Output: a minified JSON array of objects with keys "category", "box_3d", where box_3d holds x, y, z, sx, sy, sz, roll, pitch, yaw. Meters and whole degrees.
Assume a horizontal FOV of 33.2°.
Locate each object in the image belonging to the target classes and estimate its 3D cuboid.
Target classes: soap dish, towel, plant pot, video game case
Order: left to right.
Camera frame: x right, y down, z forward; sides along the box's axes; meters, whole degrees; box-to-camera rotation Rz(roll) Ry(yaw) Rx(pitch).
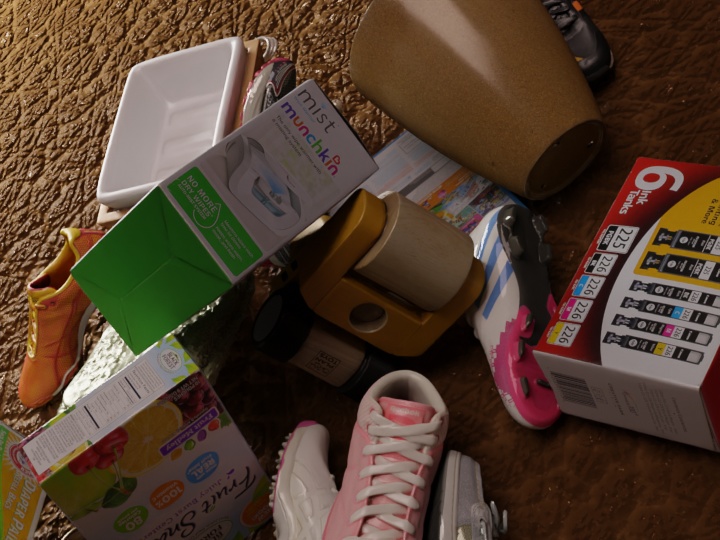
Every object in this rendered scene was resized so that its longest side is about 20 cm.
[{"category":"towel","box_3d":[-0.173,0.062,1.054,0.148,0.037,0.200,-15,24,20]},{"category":"soap dish","box_3d":[-0.174,-0.132,1.221,0.156,0.081,0.201,-11,53,23]},{"category":"video game case","box_3d":[0.059,-0.054,1.131,0.143,0.018,0.200,-38,44,0]},{"category":"plant pot","box_3d":[0.122,-0.163,1.083,0.186,0.186,0.200,-39,64,-1]}]

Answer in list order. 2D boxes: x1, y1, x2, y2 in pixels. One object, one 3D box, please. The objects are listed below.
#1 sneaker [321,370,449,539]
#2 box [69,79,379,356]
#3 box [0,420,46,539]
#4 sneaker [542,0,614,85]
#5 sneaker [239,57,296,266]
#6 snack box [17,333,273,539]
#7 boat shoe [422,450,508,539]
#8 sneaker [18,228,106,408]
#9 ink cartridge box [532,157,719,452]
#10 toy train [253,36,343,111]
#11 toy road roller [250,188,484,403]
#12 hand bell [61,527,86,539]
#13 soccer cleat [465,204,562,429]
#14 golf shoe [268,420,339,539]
[{"category":"sneaker","box_3d":[0.018,0.157,0.892,0.075,0.105,0.201,12,41,3]},{"category":"box","box_3d":[-0.113,-0.042,0.970,0.176,0.097,0.200,-40,5,-37]},{"category":"box","box_3d":[-0.352,0.225,1.047,0.112,0.101,0.200,-45,20,16]},{"category":"sneaker","box_3d":[0.173,-0.254,1.165,0.070,0.090,0.201,-31,44,7]},{"category":"sneaker","box_3d":[-0.068,-0.105,1.172,0.074,0.081,0.202,-1,95,20]},{"category":"snack box","box_3d":[-0.156,0.163,0.946,0.142,0.201,0.053,-35,47,-12]},{"category":"boat shoe","box_3d":[0.081,0.224,0.864,0.064,0.075,0.203,6,47,-8]},{"category":"sneaker","box_3d":[-0.309,0.045,1.210,0.073,0.077,0.201,38,108,49]},{"category":"ink cartridge box","box_3d":[0.254,0.022,0.887,0.175,0.084,0.201,11,57,37]},{"category":"toy train","box_3d":[-0.098,-0.159,1.292,0.150,0.056,0.200,-34,48,2]},{"category":"toy road roller","box_3d":[0.000,0.000,1.019,0.200,0.122,0.146,-46,28,31]},{"category":"hand bell","box_3d":[-0.289,0.284,1.050,0.199,0.104,0.105,-19,46,37]},{"category":"soccer cleat","box_3d":[0.123,0.043,0.987,0.086,0.070,0.201,-38,44,47]},{"category":"golf shoe","box_3d":[-0.031,0.210,0.951,0.091,0.076,0.201,2,52,7]}]
